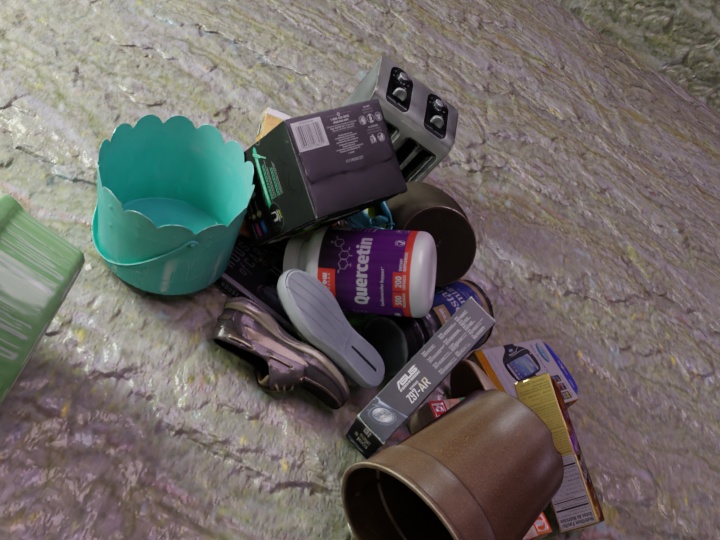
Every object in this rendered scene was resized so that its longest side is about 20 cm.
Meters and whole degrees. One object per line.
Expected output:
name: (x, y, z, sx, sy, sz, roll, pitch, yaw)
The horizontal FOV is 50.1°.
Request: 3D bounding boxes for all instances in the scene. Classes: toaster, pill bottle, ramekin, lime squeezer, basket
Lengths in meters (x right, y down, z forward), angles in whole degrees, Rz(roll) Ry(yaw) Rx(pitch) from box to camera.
toaster: (0.047, -0.241, 1.354, 0.179, 0.200, 0.120, 32, 40, -20)
pill bottle: (0.000, 0.000, 1.033, 0.196, 0.114, 0.113, 3, 37, 13)
ramekin: (-0.352, 0.038, 0.743, 0.097, 0.200, 0.202, 32, 38, -19)
lime squeezer: (0.002, 0.044, 1.143, 0.070, 0.038, 0.202, 28, 39, -8)
basket: (0.108, -0.050, 1.175, 0.179, 0.137, 0.200, 38, 8, -7)
pill bottle: (0.098, 0.085, 1.119, 0.198, 0.112, 0.113, -16, 62, -46)

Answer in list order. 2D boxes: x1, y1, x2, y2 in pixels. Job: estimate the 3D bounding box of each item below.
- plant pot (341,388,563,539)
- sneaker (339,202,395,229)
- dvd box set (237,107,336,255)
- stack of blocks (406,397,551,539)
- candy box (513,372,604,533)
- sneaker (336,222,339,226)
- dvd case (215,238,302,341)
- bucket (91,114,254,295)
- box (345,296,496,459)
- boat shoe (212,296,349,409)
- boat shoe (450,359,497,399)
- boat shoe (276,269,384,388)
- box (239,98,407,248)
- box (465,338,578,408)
plant pot: (0.114, 0.249, 0.864, 0.197, 0.201, 0.201, -30, 72, -35)
sneaker: (0.012, -0.048, 1.112, 0.076, 0.079, 0.205, -5, 84, -35)
dvd box set: (-0.095, -0.120, 1.126, 0.144, 0.029, 0.204, 19, 69, -24)
stack of blocks: (0.155, 0.272, 1.022, 0.113, 0.059, 0.202, 3, 50, -37)
candy box: (0.276, 0.253, 1.068, 0.117, 0.055, 0.204, 35, 38, -64)
sneaker: (-0.095, -0.119, 1.184, 0.199, 0.090, 0.070, 42, 38, 5)
dvd case: (-0.125, 0.006, 1.089, 0.199, 0.025, 0.151, 38, 38, -2)
bucket: (-0.239, -0.080, 0.971, 0.203, 0.136, 0.210, 13, 43, -12)
box: (0.070, 0.136, 0.942, 0.043, 0.161, 0.200, 43, 73, 10)
boat shoe: (-0.104, 0.119, 0.971, 0.199, 0.074, 0.074, 38, 63, -8)
boat shoe: (0.196, 0.218, 1.100, 0.064, 0.072, 0.202, -12, 66, -44)
boat shoe: (-0.048, 0.085, 0.995, 0.201, 0.061, 0.072, 51, 42, -21)
box: (-0.062, -0.122, 1.008, 0.147, 0.199, 0.127, -19, 91, -31)
box: (0.261, 0.175, 1.221, 0.197, 0.042, 0.120, -2, 53, -43)
